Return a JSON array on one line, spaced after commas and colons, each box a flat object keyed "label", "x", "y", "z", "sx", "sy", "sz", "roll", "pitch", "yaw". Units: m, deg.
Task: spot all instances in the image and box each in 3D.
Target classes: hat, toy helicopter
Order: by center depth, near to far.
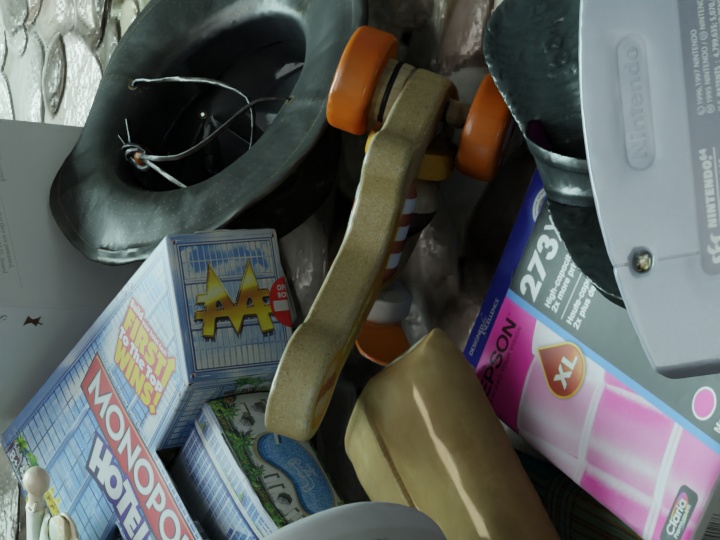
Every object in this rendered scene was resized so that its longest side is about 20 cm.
[{"label": "toy helicopter", "x": 0.000, "y": 0.000, "z": 0.984, "sx": 0.133, "sy": 0.078, "sz": 0.201, "roll": 102, "pitch": -169, "yaw": -48}, {"label": "hat", "x": -0.053, "y": -0.067, "z": 1.104, "sx": 0.200, "sy": 0.081, "sz": 0.201, "roll": -27, "pitch": 40, "yaw": 25}]

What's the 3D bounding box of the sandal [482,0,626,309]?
[{"label": "sandal", "x": 0.092, "y": -0.056, "z": 0.902, "sx": 0.075, "sy": 0.048, "sz": 0.201, "roll": -42, "pitch": 44, "yaw": 12}]

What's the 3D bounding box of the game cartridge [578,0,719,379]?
[{"label": "game cartridge", "x": 0.145, "y": -0.066, "z": 0.814, "sx": 0.132, "sy": 0.041, "sz": 0.201, "roll": -10, "pitch": 78, "yaw": 32}]

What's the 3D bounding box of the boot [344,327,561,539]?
[{"label": "boot", "x": 0.063, "y": 0.106, "z": 0.880, "sx": 0.201, "sy": 0.066, "sz": 0.176, "roll": 63, "pitch": 148, "yaw": 31}]

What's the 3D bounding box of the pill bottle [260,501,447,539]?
[{"label": "pill bottle", "x": 0.019, "y": 0.193, "z": 0.812, "sx": 0.112, "sy": 0.112, "sz": 0.201, "roll": -57, "pitch": 47, "yaw": 37}]

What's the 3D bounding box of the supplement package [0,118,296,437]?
[{"label": "supplement package", "x": -0.155, "y": 0.007, "z": 1.167, "sx": 0.121, "sy": 0.199, "sz": 0.120, "roll": -52, "pitch": 46, "yaw": 42}]

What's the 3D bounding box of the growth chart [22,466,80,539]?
[{"label": "growth chart", "x": -0.097, "y": 0.199, "z": 1.042, "sx": 0.200, "sy": 0.018, "sz": 0.145, "roll": 38, "pitch": 137, "yaw": 32}]

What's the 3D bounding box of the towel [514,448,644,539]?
[{"label": "towel", "x": 0.086, "y": 0.162, "z": 0.946, "sx": 0.200, "sy": 0.022, "sz": 0.148, "roll": 23, "pitch": 107, "yaw": 55}]

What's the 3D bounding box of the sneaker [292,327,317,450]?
[{"label": "sneaker", "x": -0.033, "y": 0.120, "z": 1.098, "sx": 0.082, "sy": 0.070, "sz": 0.201, "roll": -7, "pitch": 86, "yaw": 48}]

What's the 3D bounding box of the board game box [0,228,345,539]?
[{"label": "board game box", "x": -0.078, "y": 0.088, "z": 1.044, "sx": 0.201, "sy": 0.061, "sz": 0.200, "roll": 58, "pitch": 137, "yaw": 32}]

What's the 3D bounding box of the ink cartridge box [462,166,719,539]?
[{"label": "ink cartridge box", "x": 0.099, "y": 0.033, "z": 0.918, "sx": 0.200, "sy": 0.037, "sz": 0.095, "roll": 40, "pitch": 112, "yaw": 53}]
